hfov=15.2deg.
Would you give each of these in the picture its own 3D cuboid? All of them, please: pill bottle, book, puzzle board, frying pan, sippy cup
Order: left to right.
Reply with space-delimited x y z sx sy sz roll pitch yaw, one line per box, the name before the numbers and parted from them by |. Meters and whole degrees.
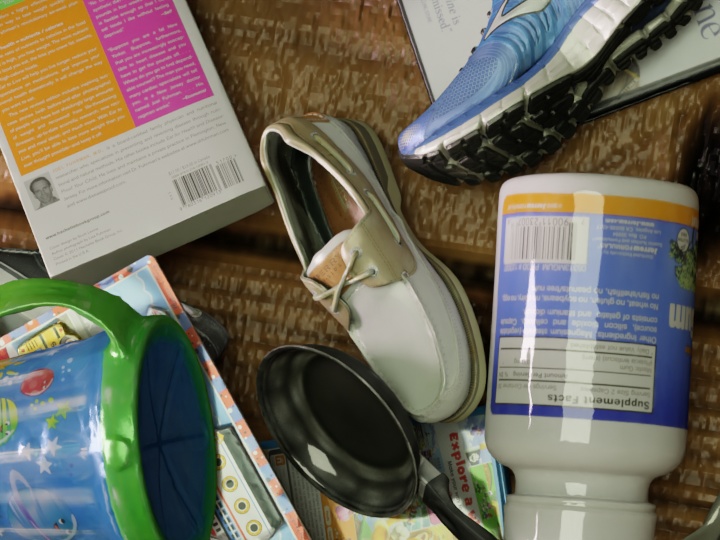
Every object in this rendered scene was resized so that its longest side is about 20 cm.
sippy cup | -0.157 0.097 1.426 0.129 0.140 0.179 -6 84 13
book | -0.147 -0.101 1.553 0.133 0.048 0.201 -23 66 0
puzzle board | -0.132 0.114 1.492 0.150 0.017 0.201 -29 92 5
frying pan | 0.018 0.095 1.464 0.189 0.115 0.031 17 44 37
pill bottle | 0.124 0.053 1.463 0.111 0.112 0.201 2 86 14

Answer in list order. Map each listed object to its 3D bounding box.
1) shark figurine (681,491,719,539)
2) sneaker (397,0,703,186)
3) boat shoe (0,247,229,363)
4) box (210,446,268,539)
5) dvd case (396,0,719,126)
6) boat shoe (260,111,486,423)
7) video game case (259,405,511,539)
shark figurine | 0.245 0.099 1.437 0.213 0.089 0.129 -20 68 21
sneaker | 0.097 -0.128 1.497 0.200 0.079 0.089 -41 63 4
boat shoe | -0.167 0.019 1.566 0.199 0.072 0.068 20 56 28
box | -0.132 0.184 1.542 0.121 0.032 0.201 14 91 25
dvd case | 0.123 -0.157 1.532 0.199 0.018 0.143 -20 79 11
boat shoe | 0.000 0.000 1.496 0.075 0.068 0.201 -46 58 30
video game case | -0.008 0.163 1.534 0.199 0.018 0.144 -10 82 13
